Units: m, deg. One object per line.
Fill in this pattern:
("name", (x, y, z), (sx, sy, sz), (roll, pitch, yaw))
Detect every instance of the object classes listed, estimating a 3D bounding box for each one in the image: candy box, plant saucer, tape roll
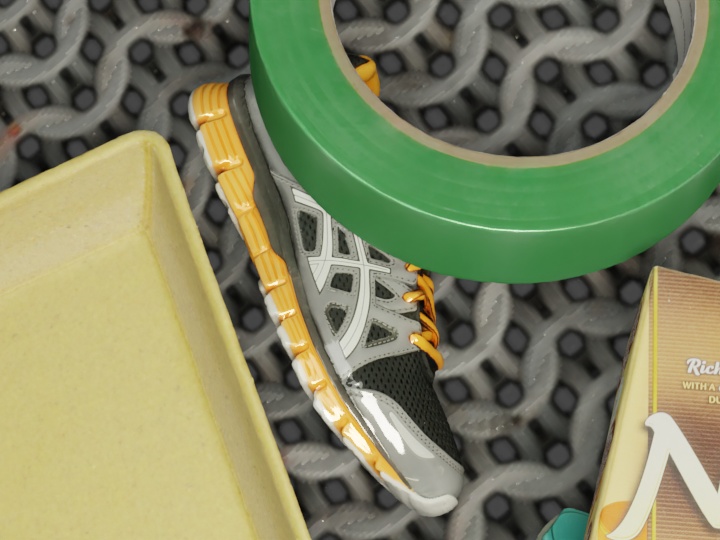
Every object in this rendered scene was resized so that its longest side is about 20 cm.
("candy box", (0.135, 0.106, 0.903), (0.115, 0.055, 0.201), (14, 60, 3))
("plant saucer", (-0.131, 0.073, 1.034), (0.199, 0.048, 0.201), (-24, 72, 8))
("tape roll", (0.057, -0.095, 0.990), (0.199, 0.048, 0.202), (1, 65, -3))

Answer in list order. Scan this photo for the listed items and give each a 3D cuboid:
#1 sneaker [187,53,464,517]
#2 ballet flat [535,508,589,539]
("sneaker", (0.000, 0.000, 1.003), (0.077, 0.078, 0.201), (-24, 72, 1))
("ballet flat", (0.122, 0.176, 0.934), (0.072, 0.072, 0.200), (-46, 68, 1))
